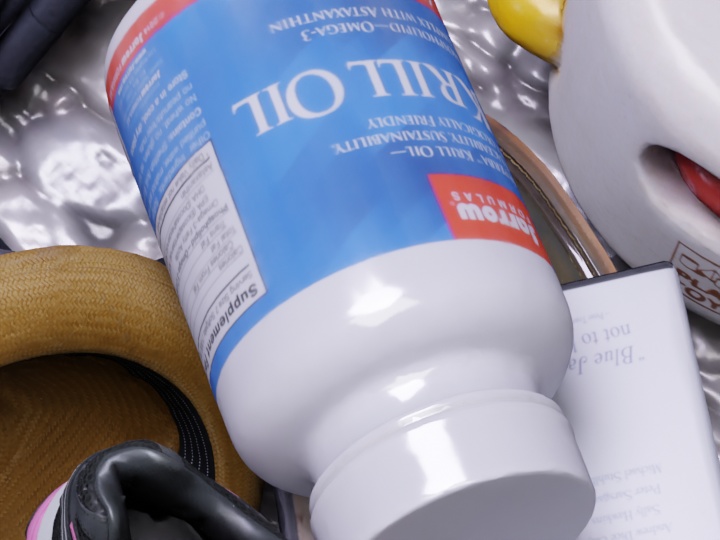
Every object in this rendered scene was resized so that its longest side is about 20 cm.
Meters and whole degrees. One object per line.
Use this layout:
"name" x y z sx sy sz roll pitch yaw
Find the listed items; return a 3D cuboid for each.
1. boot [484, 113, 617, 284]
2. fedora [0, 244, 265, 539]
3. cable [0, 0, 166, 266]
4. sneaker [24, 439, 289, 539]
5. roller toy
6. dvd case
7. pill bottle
"boot" 0.052 0.048 1.003 0.097 0.075 0.201 -26 76 -8
"fedora" -0.126 0.075 0.980 0.201 0.201 0.082 -51 39 -12
"cable" -0.079 -0.058 1.034 0.199 0.051 0.164 -12 91 7
"sneaker" -0.021 0.128 0.849 0.200 0.086 0.080 41 68 7
"roller toy" 0.156 -0.073 1.000 0.199 0.140 0.183 -14 68 -12
"dvd case" 0.048 0.102 0.929 0.142 0.018 0.201 -13 63 6
"pill bottle" 0.000 0.000 0.917 0.112 0.112 0.201 -21 61 -4
